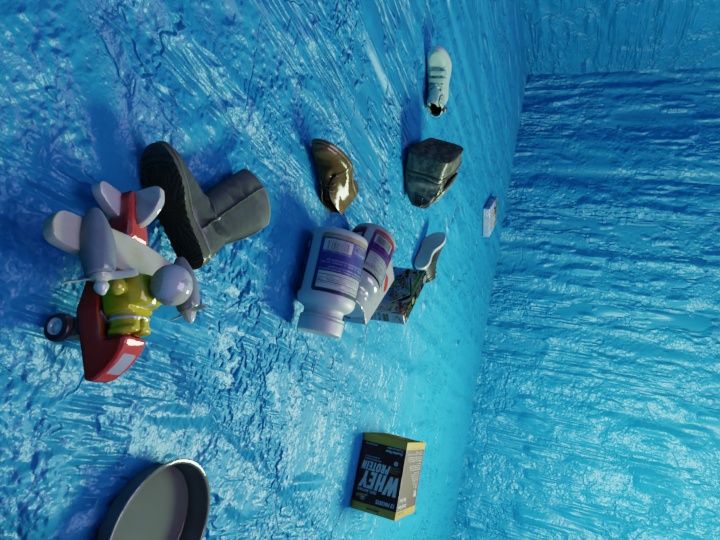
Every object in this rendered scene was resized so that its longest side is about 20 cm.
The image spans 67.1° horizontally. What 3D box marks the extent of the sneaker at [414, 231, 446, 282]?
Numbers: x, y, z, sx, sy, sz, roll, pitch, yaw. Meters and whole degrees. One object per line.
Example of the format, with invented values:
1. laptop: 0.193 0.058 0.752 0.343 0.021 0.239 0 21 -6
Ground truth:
1. sneaker: 0.237 -0.041 1.827 0.201 0.070 0.100 -56 147 -37

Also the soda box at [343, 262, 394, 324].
1. soda box: 0.020 0.045 1.344 0.200 0.063 0.069 -55 144 -49

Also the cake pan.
1. cake pan: -0.284 0.359 0.748 0.200 0.036 0.203 7 90 -67

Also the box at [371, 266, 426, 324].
1. box: 0.100 0.065 1.479 0.200 0.109 0.035 -57 145 -47

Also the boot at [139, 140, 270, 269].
1. boot: -0.205 -0.112 0.769 0.200 0.072 0.184 -49 134 -54

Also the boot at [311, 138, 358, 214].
1. boot: -0.057 -0.186 1.105 0.076 0.073 0.200 -63 153 -19

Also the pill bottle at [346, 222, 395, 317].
1. pill bottle: 0.000 0.000 1.225 0.112 0.110 0.201 69 36 -47

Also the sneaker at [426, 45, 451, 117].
1. sneaker: 0.238 -0.574 1.668 0.201 0.073 0.119 75 25 -45

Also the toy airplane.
1. toy airplane: -0.247 -0.001 0.606 0.200 0.140 0.201 -59 151 -57

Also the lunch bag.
1. lunch bag: 0.217 -0.291 1.638 0.200 0.138 0.169 -47 154 -54

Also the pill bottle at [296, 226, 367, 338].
1. pill bottle: -0.061 0.026 1.078 0.120 0.119 0.202 38 62 -63

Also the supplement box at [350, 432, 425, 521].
1. supplement box: 0.084 0.578 1.545 0.197 0.131 0.202 38 61 -64

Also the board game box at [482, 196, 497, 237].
1. board game box: 0.673 -0.281 2.818 0.200 0.036 0.153 -47 138 -53
